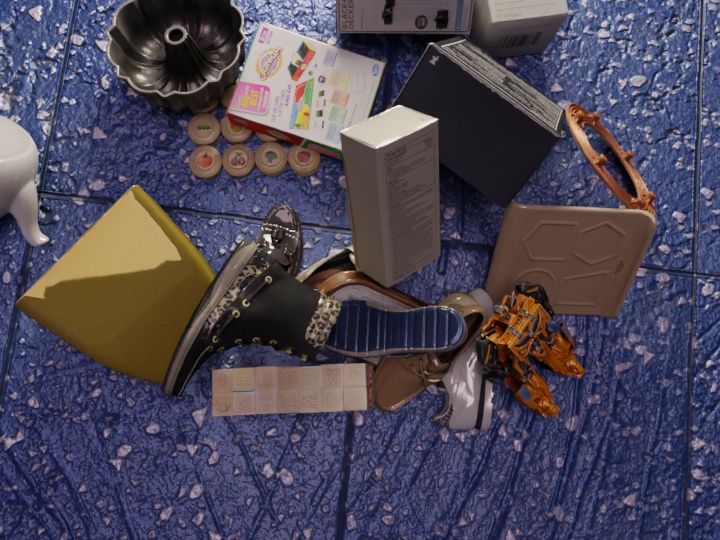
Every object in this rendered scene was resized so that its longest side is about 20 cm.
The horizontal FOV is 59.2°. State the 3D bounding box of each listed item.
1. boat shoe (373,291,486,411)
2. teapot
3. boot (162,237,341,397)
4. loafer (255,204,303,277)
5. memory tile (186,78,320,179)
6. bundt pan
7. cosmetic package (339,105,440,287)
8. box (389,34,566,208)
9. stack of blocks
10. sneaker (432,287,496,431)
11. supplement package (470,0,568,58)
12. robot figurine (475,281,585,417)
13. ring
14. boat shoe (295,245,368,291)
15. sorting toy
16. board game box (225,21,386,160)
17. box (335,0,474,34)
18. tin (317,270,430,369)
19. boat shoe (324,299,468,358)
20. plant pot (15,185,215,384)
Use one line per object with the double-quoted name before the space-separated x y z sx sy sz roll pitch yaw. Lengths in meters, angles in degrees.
"boat shoe" 0.087 0.115 0.846 0.071 0.065 0.200 38 96 -19
"teapot" -0.549 -0.127 0.859 0.200 0.196 0.147 44 122 31
"boot" -0.128 0.084 0.757 0.153 0.073 0.205 31 83 -14
"loafer" -0.124 -0.001 0.902 0.071 0.063 0.202 12 81 -1
"memory tile" -0.161 -0.216 0.955 0.198 0.017 0.155 -3 82 -3
"bundt pan" -0.260 -0.320 0.925 0.200 0.076 0.204 0 72 0
"cosmetic package" 0.042 -0.091 0.804 0.103 0.201 0.073 -29 41 -29
"box" 0.163 -0.211 0.867 0.199 0.198 0.124 37 118 3
"stack of blocks" -0.083 0.156 0.839 0.198 0.115 0.059 -4 81 8
"sneaker" 0.147 0.123 0.895 0.080 0.076 0.202 4 80 6
"supplement package" 0.222 -0.441 0.955 0.116 0.117 0.202 -9 82 -3
"robot figurine" 0.231 0.108 0.852 0.145 0.058 0.200 -52 129 -13
"ring" 0.361 -0.159 0.899 0.019 0.200 0.201 -37 84 36
"boat shoe" 0.000 0.000 0.905 0.199 0.068 0.075 -25 84 -6
"sorting toy" 0.285 -0.014 0.887 0.198 0.186 0.037 5 39 0
"board game box" -0.078 -0.263 0.938 0.198 0.040 0.154 19 81 0
"box" 0.062 -0.404 0.940 0.198 0.060 0.117 1 45 1
"tin" 0.026 0.078 0.877 0.199 0.042 0.113 25 104 -16
"boat shoe" 0.038 0.083 0.807 0.198 0.072 0.073 3 73 21
"plant pot" -0.277 0.036 0.831 0.200 0.195 0.194 44 82 -9
